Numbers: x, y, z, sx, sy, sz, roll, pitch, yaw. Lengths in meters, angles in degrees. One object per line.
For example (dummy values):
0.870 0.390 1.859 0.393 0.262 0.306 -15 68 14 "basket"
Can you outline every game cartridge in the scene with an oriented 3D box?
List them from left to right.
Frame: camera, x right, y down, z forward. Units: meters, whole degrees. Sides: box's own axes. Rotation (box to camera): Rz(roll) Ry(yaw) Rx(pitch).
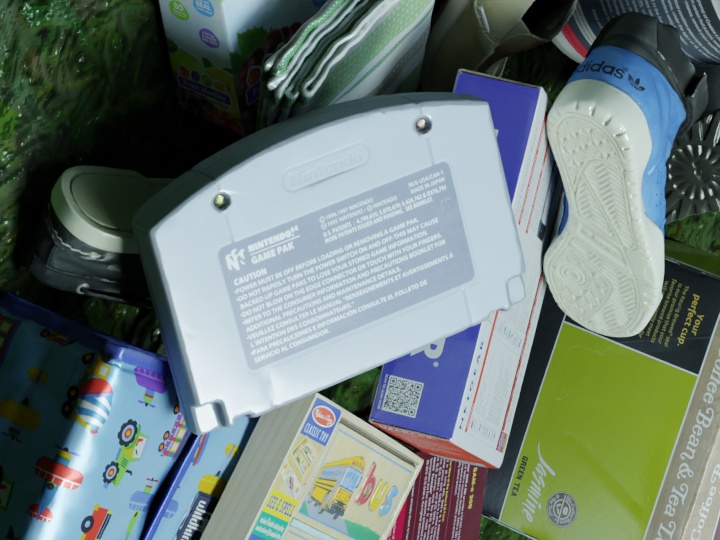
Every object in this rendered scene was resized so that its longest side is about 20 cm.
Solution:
-0.015 -0.013 1.431 0.200 0.041 0.133 -21 113 -24 "game cartridge"

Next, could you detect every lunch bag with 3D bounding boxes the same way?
-0.123 0.117 1.481 0.200 0.094 0.151 25 88 -52 "lunch bag"

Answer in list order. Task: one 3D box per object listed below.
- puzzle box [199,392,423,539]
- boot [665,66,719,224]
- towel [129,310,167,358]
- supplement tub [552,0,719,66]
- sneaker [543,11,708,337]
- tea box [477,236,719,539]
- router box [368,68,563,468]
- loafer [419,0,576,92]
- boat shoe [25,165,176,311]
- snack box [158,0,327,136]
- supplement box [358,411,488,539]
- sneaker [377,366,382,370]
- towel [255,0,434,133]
-0.030 0.140 1.569 0.133 0.025 0.200 -65 158 -5 "puzzle box"
0.215 -0.097 1.734 0.200 0.182 0.073 -56 133 -63 "boot"
-0.091 0.083 1.579 0.148 0.036 0.200 34 80 -58 "towel"
0.210 -0.191 1.678 0.140 0.200 0.141 -2 93 -47 "supplement tub"
0.154 -0.059 1.615 0.111 0.077 0.200 -57 151 -35 "sneaker"
0.174 0.081 1.814 0.134 0.197 0.200 7 103 -56 "tea box"
0.067 0.003 1.591 0.179 0.049 0.200 40 64 -76 "router box"
0.085 -0.150 1.616 0.076 0.068 0.200 -53 169 -30 "loafer"
-0.090 -0.003 1.479 0.199 0.075 0.066 6 133 -45 "boat shoe"
-0.025 -0.186 1.494 0.200 0.053 0.142 -45 143 -32 "snack box"
-0.002 0.152 1.726 0.200 0.061 0.109 -19 124 -48 "supplement box"
0.000 0.000 1.617 0.082 0.074 0.200 -42 149 -30 "sneaker"
-0.002 -0.101 1.525 0.149 0.031 0.200 -46 167 -20 "towel"
